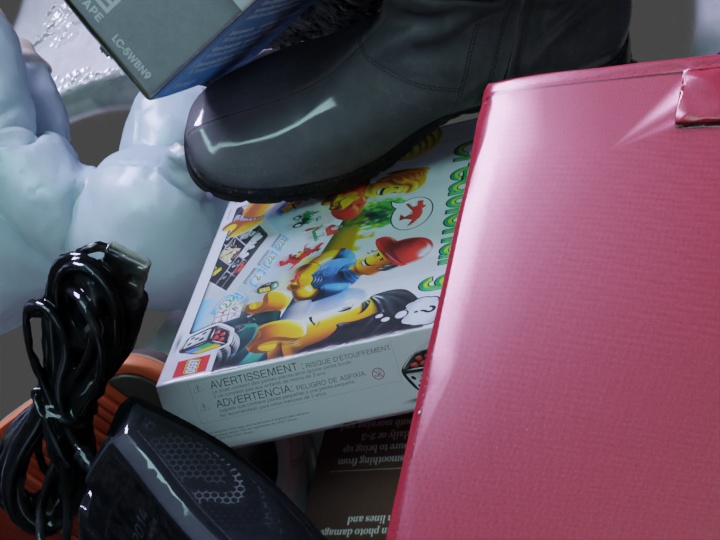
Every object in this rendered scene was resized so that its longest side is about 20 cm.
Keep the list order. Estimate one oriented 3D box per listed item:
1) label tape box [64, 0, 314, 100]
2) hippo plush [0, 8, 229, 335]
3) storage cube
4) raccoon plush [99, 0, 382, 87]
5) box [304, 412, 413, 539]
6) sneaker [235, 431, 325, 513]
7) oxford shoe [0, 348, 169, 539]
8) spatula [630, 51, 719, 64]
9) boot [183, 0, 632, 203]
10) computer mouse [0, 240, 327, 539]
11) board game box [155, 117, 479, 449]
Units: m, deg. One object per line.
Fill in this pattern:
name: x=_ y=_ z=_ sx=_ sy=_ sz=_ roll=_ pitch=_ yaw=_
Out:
label tape box: x=-0.012 y=-0.161 z=0.820 sx=0.200 sy=0.063 sz=0.144 roll=-40 pitch=1 yaw=16
hippo plush: x=-0.132 y=-0.042 z=0.928 sx=0.159 sy=0.160 sz=0.201 roll=-4 pitch=37 yaw=20
storage cube: x=0.132 y=0.052 z=0.653 sx=0.199 sy=0.171 sz=0.181 roll=-2 pitch=59 yaw=29
raccoon plush: x=-0.044 y=-0.122 z=0.953 sx=0.134 sy=0.097 sz=0.200 roll=-49 pitch=27 yaw=2
box: x=0.026 y=0.142 z=0.743 sx=0.099 sy=0.075 sz=0.201 roll=-6 pitch=54 yaw=32
sneaker: x=-0.062 y=0.138 z=0.788 sx=0.074 sy=0.100 sz=0.201 roll=4 pitch=62 yaw=31
oxford shoe: x=-0.121 y=0.079 z=0.850 sx=0.200 sy=0.071 sz=0.073 roll=-43 pitch=13 yaw=42
spatula: x=0.117 y=-0.084 z=0.876 sx=0.057 sy=0.021 sz=0.200 roll=-48 pitch=39 yaw=-4
boot: x=0.017 y=-0.103 z=0.807 sx=0.199 sy=0.132 sz=0.070 roll=-20 pitch=64 yaw=-6
computer mouse: x=-0.050 y=0.094 z=0.709 sx=0.200 sy=0.052 sz=0.139 roll=49 pitch=136 yaw=27
board game box: x=0.000 y=0.000 z=0.815 sx=0.125 sy=0.035 sz=0.200 roll=-13 pitch=23 yaw=12
